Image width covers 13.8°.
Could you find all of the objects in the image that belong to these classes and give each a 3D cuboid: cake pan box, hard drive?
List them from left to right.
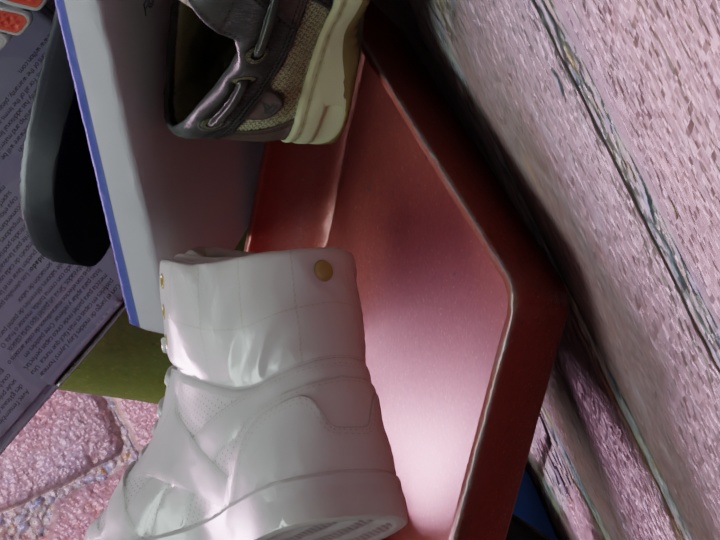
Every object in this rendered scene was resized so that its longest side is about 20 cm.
[{"bbox_3d":[-0.172,-0.032,1.189,0.184,0.200,0.052,40,-161,-1],"label":"cake pan box"},{"bbox_3d":[-0.062,-0.093,1.055,0.201,0.025,0.132,81,-151,-45],"label":"hard drive"}]

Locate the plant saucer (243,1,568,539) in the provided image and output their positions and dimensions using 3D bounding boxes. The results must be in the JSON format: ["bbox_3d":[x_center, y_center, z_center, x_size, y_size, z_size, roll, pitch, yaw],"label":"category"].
[{"bbox_3d":[0.011,0.024,1.035,0.200,0.037,0.201,-120,32,-46],"label":"plant saucer"}]

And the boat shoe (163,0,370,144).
[{"bbox_3d":[-0.035,-0.102,0.945,0.201,0.066,0.072,95,155,-57],"label":"boat shoe"}]

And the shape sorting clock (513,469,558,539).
[{"bbox_3d":[0.076,0.151,1.363,0.200,0.039,0.201,155,90,-85],"label":"shape sorting clock"}]

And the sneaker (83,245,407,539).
[{"bbox_3d":[-0.048,0.052,1.057,0.200,0.073,0.116,-28,66,56],"label":"sneaker"}]

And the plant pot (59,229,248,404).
[{"bbox_3d":[-0.117,-0.020,1.297,0.200,0.189,0.201,-2,-90,-86],"label":"plant pot"}]

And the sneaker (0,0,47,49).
[{"bbox_3d":[-0.121,-0.164,1.071,0.200,0.077,0.082,-64,0,36],"label":"sneaker"}]

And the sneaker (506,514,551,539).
[{"bbox_3d":[0.012,0.105,1.173,0.199,0.075,0.106,23,157,22],"label":"sneaker"}]

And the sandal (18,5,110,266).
[{"bbox_3d":[-0.085,-0.086,1.082,0.076,0.043,0.201,-55,-19,-60],"label":"sandal"}]
